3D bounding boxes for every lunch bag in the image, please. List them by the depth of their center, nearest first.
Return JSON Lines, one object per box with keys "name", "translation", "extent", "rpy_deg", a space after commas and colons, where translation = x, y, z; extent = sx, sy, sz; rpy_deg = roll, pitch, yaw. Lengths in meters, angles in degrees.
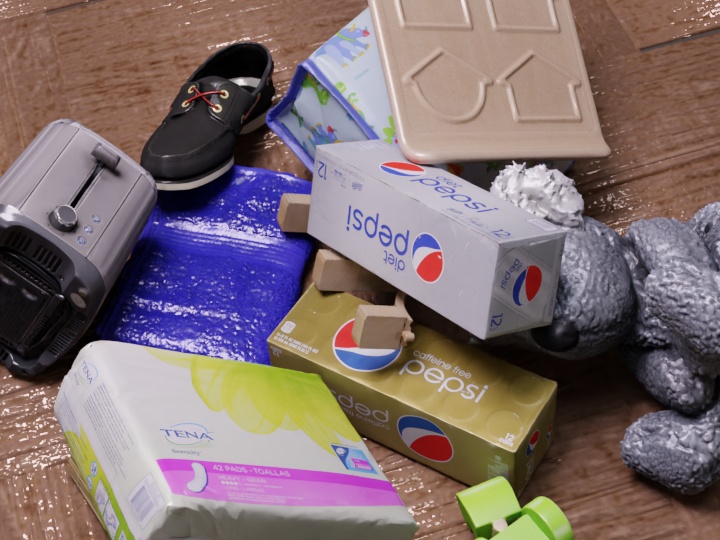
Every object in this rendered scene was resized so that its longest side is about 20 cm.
{"name": "lunch bag", "translation": [0.056, -0.110, 1.186], "extent": [0.200, 0.127, 0.170], "rpy_deg": [45, 62, 2]}

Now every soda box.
{"name": "soda box", "translation": [0.046, -0.026, 1.024], "extent": [0.063, 0.069, 0.199], "rpy_deg": [-10, 27, -36]}
{"name": "soda box", "translation": [0.036, 0.083, 1.057], "extent": [0.198, 0.064, 0.068], "rpy_deg": [23, 53, 23]}

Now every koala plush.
{"name": "koala plush", "translation": [0.172, 0.019, 1.042], "extent": [0.198, 0.179, 0.184], "rpy_deg": [13, 40, 17]}

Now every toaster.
{"name": "toaster", "translation": [-0.230, -0.015, 1.109], "extent": [0.113, 0.200, 0.130], "rpy_deg": [34, 49, -8]}

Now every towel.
{"name": "towel", "translation": [-0.115, -0.002, 1.155], "extent": [0.146, 0.050, 0.201], "rpy_deg": [5, 50, 11]}

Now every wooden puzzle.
{"name": "wooden puzzle", "translation": [0.084, -0.165, 1.128], "extent": [0.183, 0.046, 0.202], "rpy_deg": [-3, 70, -32]}

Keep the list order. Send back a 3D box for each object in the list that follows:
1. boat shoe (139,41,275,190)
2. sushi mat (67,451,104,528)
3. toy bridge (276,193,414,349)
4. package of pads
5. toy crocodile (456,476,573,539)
{"name": "boat shoe", "translation": [-0.124, -0.125, 1.212], "extent": [0.073, 0.064, 0.202], "rpy_deg": [11, 32, 15]}
{"name": "sushi mat", "translation": [-0.143, 0.165, 0.984], "extent": [0.012, 0.096, 0.200], "rpy_deg": [-13, 46, -33]}
{"name": "toy bridge", "translation": [0.000, 0.000, 1.084], "extent": [0.066, 0.027, 0.200], "rpy_deg": [2, 27, -23]}
{"name": "package of pads", "translation": [-0.080, 0.120, 0.949], "extent": [0.199, 0.069, 0.155], "rpy_deg": [12, 29, -40]}
{"name": "toy crocodile", "translation": [0.124, 0.208, 0.949], "extent": [0.067, 0.062, 0.200], "rpy_deg": [-30, 58, -20]}
